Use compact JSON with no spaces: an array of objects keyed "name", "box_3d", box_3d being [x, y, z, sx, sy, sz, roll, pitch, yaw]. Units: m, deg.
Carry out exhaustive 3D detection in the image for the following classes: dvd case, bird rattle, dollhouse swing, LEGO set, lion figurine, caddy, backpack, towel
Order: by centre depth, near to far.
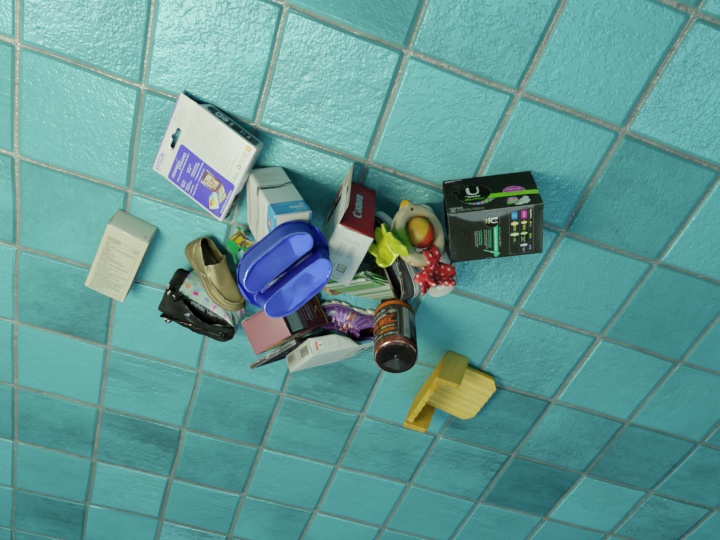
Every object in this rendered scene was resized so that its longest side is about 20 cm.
[{"name":"caddy","box_3d":[-0.147,-0.004,1.222,0.199,0.105,0.142,-38,112,-2]},{"name":"bird rattle","box_3d":[0.123,-0.055,1.288,0.197,0.166,0.112,24,158,-14]},{"name":"towel","box_3d":[0.024,0.037,1.434,0.151,0.024,0.198,-11,162,42]},{"name":"LEGO set","box_3d":[-0.218,-0.023,1.481,0.151,0.116,0.203,7,128,34]},{"name":"lion figurine","box_3d":[0.000,0.000,1.491,0.195,0.073,0.124,-8,138,1]},{"name":"backpack","box_3d":[-0.376,0.084,1.521,0.197,0.128,0.167,28,151,-12]},{"name":"dvd case","box_3d":[-0.172,0.196,1.578,0.147,0.199,0.016,-31,80,21]},{"name":"dollhouse swing","box_3d":[0.248,0.355,1.680,0.174,0.182,0.202,33,122,4]}]

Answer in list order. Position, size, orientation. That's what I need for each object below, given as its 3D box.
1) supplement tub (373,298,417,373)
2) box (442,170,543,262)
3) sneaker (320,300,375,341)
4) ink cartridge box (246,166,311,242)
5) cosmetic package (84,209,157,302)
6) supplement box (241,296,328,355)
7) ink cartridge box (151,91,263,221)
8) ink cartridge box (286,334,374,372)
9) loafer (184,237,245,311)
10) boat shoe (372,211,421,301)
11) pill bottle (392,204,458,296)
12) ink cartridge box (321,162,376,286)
[{"name":"supplement tub","box_3d":[0.082,0.142,1.507,0.104,0.202,0.109,0,125,1]},{"name":"box","box_3d":[0.282,-0.116,1.349,0.195,0.150,0.126,-7,124,6]},{"name":"sneaker","box_3d":[-0.029,0.134,1.578,0.195,0.084,0.082,9,126,-3]},{"name":"ink cartridge box","box_3d":[-0.176,-0.109,1.334,0.082,0.201,0.147,-11,129,-22]},{"name":"cosmetic package","box_3d":[-0.569,-0.033,1.486,0.104,0.072,0.201,27,122,-16]},{"name":"supplement box","box_3d":[-0.175,0.122,1.481,0.109,0.199,0.087,-30,83,22]},{"name":"ink cartridge box","box_3d":[-0.329,-0.243,1.334,0.199,0.043,0.199,36,121,1]},{"name":"ink cartridge box","box_3d":[-0.069,0.194,1.565,0.197,0.051,0.162,-11,164,-32]},{"name":"loafer","box_3d":[-0.335,0.007,1.460,0.201,0.076,0.067,50,136,1]},{"name":"boat shoe","box_3d":[0.061,-0.027,1.352,0.070,0.066,0.203,-21,92,56]},{"name":"pill bottle","box_3d":[0.151,-0.040,1.431,0.109,0.112,0.202,-20,122,16]},{"name":"ink cartridge box","box_3d":[-0.021,-0.103,1.337,0.082,0.202,0.177,21,124,-12]}]
